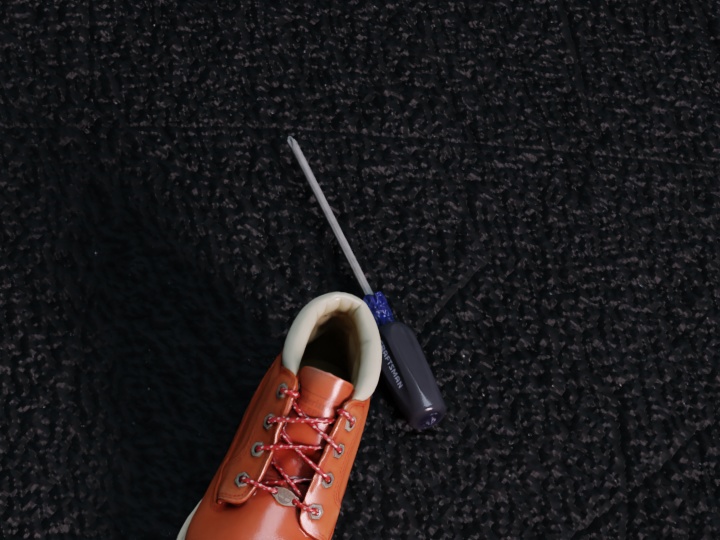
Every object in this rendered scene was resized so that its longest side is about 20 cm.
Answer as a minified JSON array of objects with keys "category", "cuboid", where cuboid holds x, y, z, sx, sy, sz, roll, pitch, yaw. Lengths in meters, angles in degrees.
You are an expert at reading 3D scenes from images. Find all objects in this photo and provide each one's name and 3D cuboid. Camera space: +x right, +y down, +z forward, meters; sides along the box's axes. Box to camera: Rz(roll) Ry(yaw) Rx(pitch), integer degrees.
[{"category":"screwdriver","cuboid":[0.000,0.000,1.611,0.028,0.029,0.200,-10,60,-26]},{"category":"boot","cuboid":[-0.039,0.101,1.467,0.075,0.107,0.200,20,49,-4]}]
